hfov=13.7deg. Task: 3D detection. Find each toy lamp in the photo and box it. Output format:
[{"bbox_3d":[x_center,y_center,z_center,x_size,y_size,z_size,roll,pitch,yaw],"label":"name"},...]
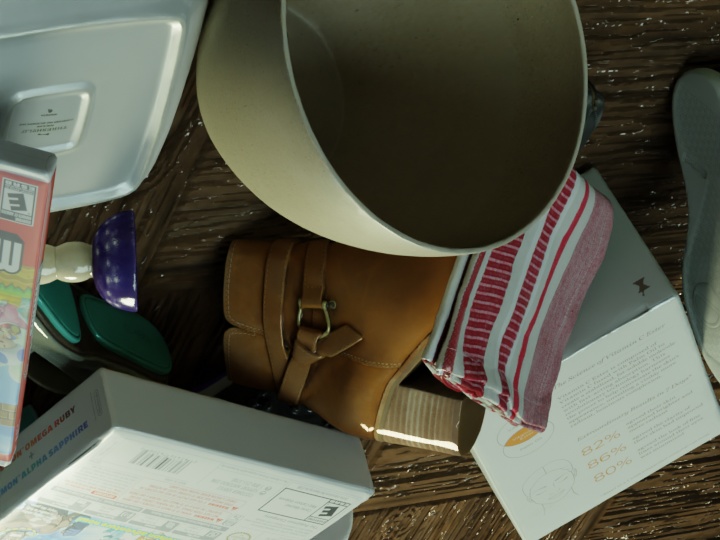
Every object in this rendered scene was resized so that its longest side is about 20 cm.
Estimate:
[{"bbox_3d":[-0.211,0.000,1.493,0.199,0.058,0.058,-1,144,-4],"label":"toy lamp"}]

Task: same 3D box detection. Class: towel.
[{"bbox_3d":[0.091,0.006,1.642,0.145,0.023,0.200,-71,160,-6],"label":"towel"}]

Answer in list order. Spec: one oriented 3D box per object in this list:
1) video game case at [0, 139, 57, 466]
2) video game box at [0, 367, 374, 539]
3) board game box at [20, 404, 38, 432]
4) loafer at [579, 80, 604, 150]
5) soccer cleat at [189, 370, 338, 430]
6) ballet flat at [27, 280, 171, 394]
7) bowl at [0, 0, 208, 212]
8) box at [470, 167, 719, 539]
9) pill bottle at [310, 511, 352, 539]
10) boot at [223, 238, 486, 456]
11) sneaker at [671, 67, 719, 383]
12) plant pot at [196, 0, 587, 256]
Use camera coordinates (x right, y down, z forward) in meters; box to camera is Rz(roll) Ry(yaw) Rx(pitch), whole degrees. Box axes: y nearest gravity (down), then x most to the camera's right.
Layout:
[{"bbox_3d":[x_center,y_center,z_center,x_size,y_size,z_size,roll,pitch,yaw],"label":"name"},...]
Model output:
[{"bbox_3d":[-0.225,0.005,1.431,0.142,0.017,0.201,14,133,1],"label":"video game case"},{"bbox_3d":[-0.124,0.135,1.681,0.200,0.047,0.182,18,133,-43],"label":"video game box"},{"bbox_3d":[-0.255,0.175,1.755,0.199,0.047,0.151,-27,147,-6],"label":"board game box"},{"bbox_3d":[0.068,-0.034,1.710,0.072,0.073,0.200,3,137,-48],"label":"loafer"},{"bbox_3d":[-0.077,0.093,1.786,0.199,0.068,0.073,-22,173,-22],"label":"soccer cleat"},{"bbox_3d":[-0.170,0.030,1.609,0.064,0.068,0.200,-27,149,14],"label":"ballet flat"},{"bbox_3d":[-0.165,-0.095,1.430,0.199,0.075,0.200,-9,142,-28],"label":"bowl"},{"bbox_3d":[0.123,0.056,1.843,0.152,0.107,0.200,-29,149,-1],"label":"box"},{"bbox_3d":[-0.074,0.206,1.880,0.119,0.120,0.200,-10,143,-29],"label":"pill bottle"},{"bbox_3d":[0.000,0.000,1.657,0.074,0.154,0.201,-33,136,-62],"label":"boot"},{"bbox_3d":[0.246,-0.030,1.788,0.099,0.071,0.201,-14,105,-31],"label":"sneaker"},{"bbox_3d":[-0.005,-0.099,1.476,0.200,0.201,0.134,3,171,-42],"label":"plant pot"}]
